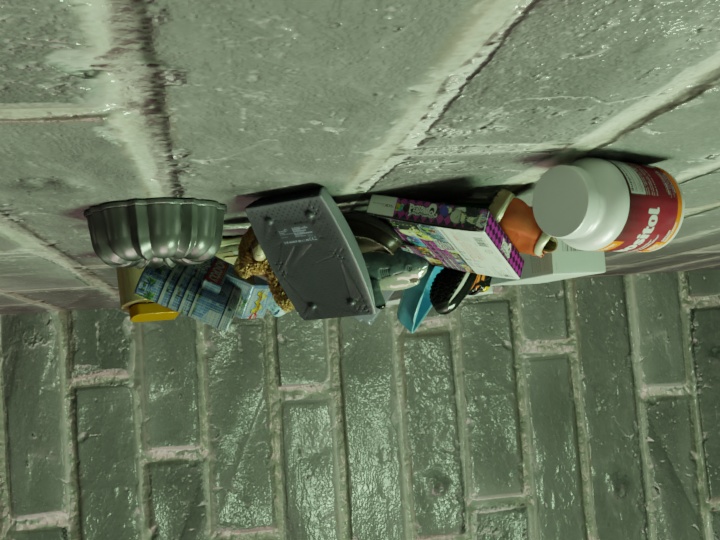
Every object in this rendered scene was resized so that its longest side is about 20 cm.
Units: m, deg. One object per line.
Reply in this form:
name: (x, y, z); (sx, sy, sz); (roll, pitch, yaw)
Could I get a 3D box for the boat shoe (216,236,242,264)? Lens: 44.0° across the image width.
boat shoe: (-0.237, -0.025, 1.581); (0.198, 0.066, 0.072); (0, 174, -41)

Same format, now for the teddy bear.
teddy bear: (-0.099, -0.007, 1.375); (0.146, 0.199, 0.067); (-50, 178, 8)

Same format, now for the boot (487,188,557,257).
boot: (0.242, -0.050, 1.328); (0.106, 0.076, 0.200); (31, 178, 14)

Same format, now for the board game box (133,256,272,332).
board game box: (-0.235, 0.024, 1.397); (0.197, 0.063, 0.200); (22, -169, -8)

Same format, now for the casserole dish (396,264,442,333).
casserole dish: (0.105, 0.022, 1.471); (0.038, 0.123, 0.200); (20, -154, 12)

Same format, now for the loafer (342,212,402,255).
loafer: (-0.033, -0.040, 1.271); (0.197, 0.073, 0.073); (8, 165, 26)

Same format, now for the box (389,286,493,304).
box: (0.119, -0.008, 1.701); (0.196, 0.133, 0.199); (-3, 175, -24)

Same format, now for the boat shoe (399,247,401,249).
boat shoe: (0.005, 0.001, 1.524); (0.199, 0.064, 0.073); (-9, 179, 37)

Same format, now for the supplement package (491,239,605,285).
supplement package: (0.317, -0.041, 1.558); (0.115, 0.120, 0.199); (-3, 175, -26)

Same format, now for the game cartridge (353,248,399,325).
game cartridge: (0.000, 0.000, 1.448); (0.132, 0.041, 0.201); (36, 145, 2)

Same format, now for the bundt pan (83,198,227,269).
bundt pan: (-0.282, -0.046, 1.244); (0.198, 0.077, 0.202); (-5, 176, 0)

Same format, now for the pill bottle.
pill bottle: (0.309, -0.081, 1.116); (0.198, 0.115, 0.112); (0, 174, -40)

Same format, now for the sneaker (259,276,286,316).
sneaker: (-0.128, 0.042, 1.550); (0.073, 0.083, 0.199); (-15, -162, -28)

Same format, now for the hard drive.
hard drive: (-0.062, -0.022, 1.215); (0.133, 0.202, 0.043); (-7, -144, 28)

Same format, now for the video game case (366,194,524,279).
video game case: (0.126, -0.046, 1.280); (0.179, 0.036, 0.200); (10, 166, 28)

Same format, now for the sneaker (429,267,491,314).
sneaker: (0.178, 0.013, 1.430); (0.069, 0.090, 0.201); (-21, -152, 39)

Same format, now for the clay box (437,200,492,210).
clay box: (0.127, -0.075, 1.416); (0.113, 0.049, 0.199); (-2, 175, -38)

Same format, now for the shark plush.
shark plush: (0.007, -0.036, 1.332); (0.090, 0.199, 0.084); (-29, 153, -48)

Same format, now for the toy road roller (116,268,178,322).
toy road roller: (-0.340, 0.011, 1.639); (0.197, 0.125, 0.146); (-4, 162, -26)
